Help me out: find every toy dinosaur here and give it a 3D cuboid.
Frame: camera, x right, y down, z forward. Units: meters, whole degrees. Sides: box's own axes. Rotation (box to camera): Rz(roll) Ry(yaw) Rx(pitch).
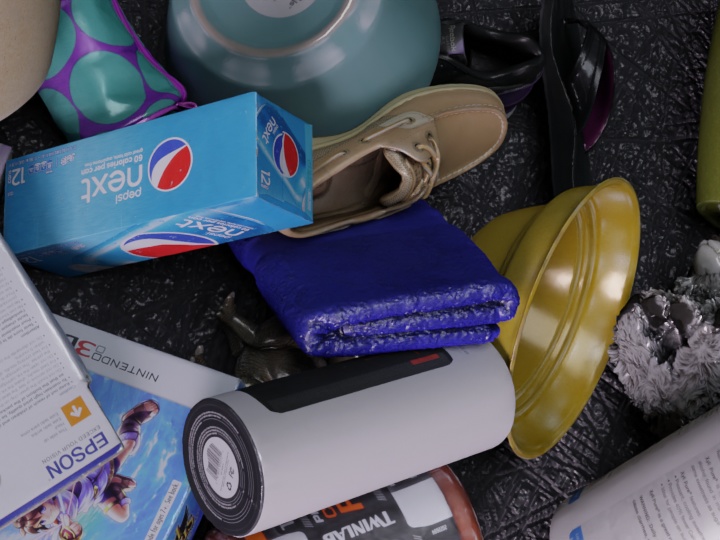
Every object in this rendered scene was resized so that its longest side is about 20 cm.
[{"bbox_3d":[-0.064,0.079,0.885,0.102,0.077,0.200,29,64,0],"label":"toy dinosaur"}]

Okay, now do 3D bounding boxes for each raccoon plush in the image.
[{"bbox_3d":[0.250,0.076,1.001,0.134,0.097,0.201,-15,120,-49],"label":"raccoon plush"}]

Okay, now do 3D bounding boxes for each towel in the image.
[{"bbox_3d":[0.000,0.000,0.878,0.147,0.200,0.050,-9,115,-17],"label":"towel"}]

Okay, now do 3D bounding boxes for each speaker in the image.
[{"bbox_3d":[-0.002,0.093,0.802,0.200,0.081,0.081,-12,77,-38],"label":"speaker"}]

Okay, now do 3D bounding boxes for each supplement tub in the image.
[{"bbox_3d":[0.235,0.163,0.872,0.132,0.200,0.132,37,32,-28],"label":"supplement tub"},{"bbox_3d":[-0.027,0.191,0.845,0.199,0.107,0.107,-18,80,-22],"label":"supplement tub"}]

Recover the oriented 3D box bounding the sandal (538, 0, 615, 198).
[{"bbox_3d":[0.171,-0.127,1.022,0.048,0.075,0.201,-8,80,23],"label":"sandal"}]

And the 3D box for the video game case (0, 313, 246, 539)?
[{"bbox_3d":[-0.187,0.130,0.806,0.181,0.045,0.200,17,66,17],"label":"video game case"}]

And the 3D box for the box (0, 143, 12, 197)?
[{"bbox_3d":[-0.272,0.007,0.859,0.041,0.039,0.201,18,69,-8],"label":"box"}]

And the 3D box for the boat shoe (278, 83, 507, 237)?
[{"bbox_3d":[0.022,-0.066,0.890,0.200,0.064,0.071,-24,125,-22],"label":"boat shoe"}]

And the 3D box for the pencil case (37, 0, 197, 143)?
[{"bbox_3d":[-0.193,-0.170,0.915,0.092,0.085,0.200,-28,84,0],"label":"pencil case"}]

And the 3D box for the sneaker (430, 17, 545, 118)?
[{"bbox_3d":[0.037,-0.161,0.983,0.199,0.088,0.076,2,73,-17],"label":"sneaker"}]

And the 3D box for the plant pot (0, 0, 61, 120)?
[{"bbox_3d":[-0.260,-0.160,0.814,0.200,0.200,0.135,-46,132,-24],"label":"plant pot"}]

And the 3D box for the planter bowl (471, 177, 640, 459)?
[{"bbox_3d":[0.115,0.022,0.931,0.083,0.201,0.201,20,63,28],"label":"planter bowl"}]

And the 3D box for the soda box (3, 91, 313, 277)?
[{"bbox_3d":[-0.129,-0.049,0.843,0.064,0.199,0.068,24,60,-56],"label":"soda box"}]

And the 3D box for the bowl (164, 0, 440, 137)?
[{"bbox_3d":[-0.050,-0.177,0.913,0.200,0.105,0.202,-2,76,8],"label":"bowl"}]

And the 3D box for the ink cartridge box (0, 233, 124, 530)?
[{"bbox_3d":[-0.267,0.076,0.786,0.199,0.041,0.200,-31,79,-8],"label":"ink cartridge box"}]

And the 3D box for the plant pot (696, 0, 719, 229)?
[{"bbox_3d":[0.338,-0.122,1.036,0.187,0.187,0.201,25,83,-9],"label":"plant pot"}]
